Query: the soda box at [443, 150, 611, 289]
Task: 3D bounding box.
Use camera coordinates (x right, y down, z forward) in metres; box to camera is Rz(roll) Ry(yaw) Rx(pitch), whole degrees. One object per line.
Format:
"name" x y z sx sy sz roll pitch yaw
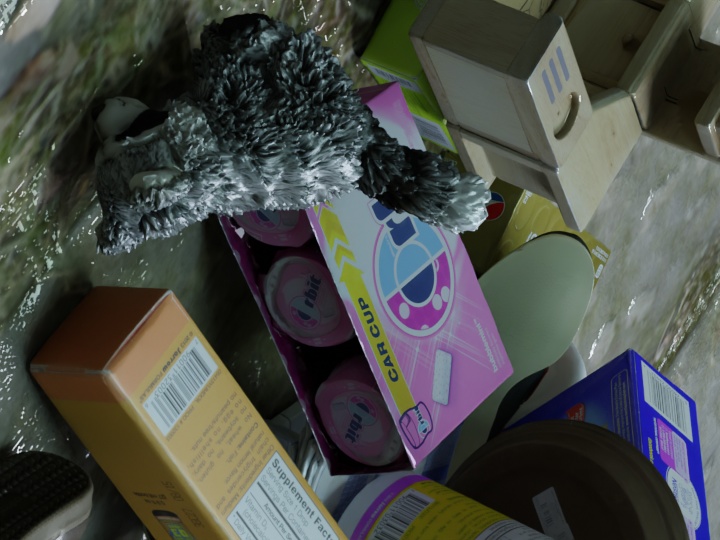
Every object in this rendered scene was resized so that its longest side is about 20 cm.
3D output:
"soda box" 0.102 -0.016 1.771 0.068 0.064 0.200 -65 155 -2

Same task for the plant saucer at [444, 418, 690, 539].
"plant saucer" 0.109 0.189 1.594 0.029 0.200 0.201 16 97 -52

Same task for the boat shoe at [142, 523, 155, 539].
"boat shoe" -0.085 0.199 1.490 0.074 0.075 0.201 96 -9 -70

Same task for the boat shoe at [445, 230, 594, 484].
"boat shoe" 0.088 0.049 1.694 0.202 0.073 0.063 -59 180 28

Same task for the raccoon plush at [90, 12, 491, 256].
"raccoon plush" -0.039 -0.044 1.326 0.097 0.199 0.134 103 10 -51

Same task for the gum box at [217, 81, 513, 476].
"gum box" 0.000 0.000 1.481 0.113 0.066 0.201 -39 113 -46

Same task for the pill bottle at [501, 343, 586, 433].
"pill bottle" 0.104 0.136 1.851 0.109 0.108 0.201 -48 149 -36

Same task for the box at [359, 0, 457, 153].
"box" 0.078 -0.184 1.601 0.201 0.048 0.122 -62 155 -10

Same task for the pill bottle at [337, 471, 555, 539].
"pill bottle" 0.081 0.198 1.524 0.104 0.199 0.105 -36 139 -40

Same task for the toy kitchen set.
"toy kitchen set" 0.163 -0.139 1.506 0.200 0.163 0.181 -58 153 -16

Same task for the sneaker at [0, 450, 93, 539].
"sneaker" -0.201 0.154 1.298 0.200 0.070 0.076 -21 135 -56

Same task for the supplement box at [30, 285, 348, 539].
"supplement box" -0.087 0.101 1.391 0.069 0.066 0.200 -51 124 -32

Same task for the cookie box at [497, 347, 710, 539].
"cookie box" 0.124 0.173 1.694 0.075 0.200 0.172 40 31 -29

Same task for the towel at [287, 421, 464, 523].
"towel" 0.000 0.150 1.591 0.200 0.024 0.148 -8 118 -61

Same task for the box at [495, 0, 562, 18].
"box" 0.118 -0.181 1.598 0.200 0.021 0.164 -51 150 -28

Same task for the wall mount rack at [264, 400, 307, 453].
"wall mount rack" -0.022 0.147 1.648 0.200 0.074 0.174 -35 143 -47
